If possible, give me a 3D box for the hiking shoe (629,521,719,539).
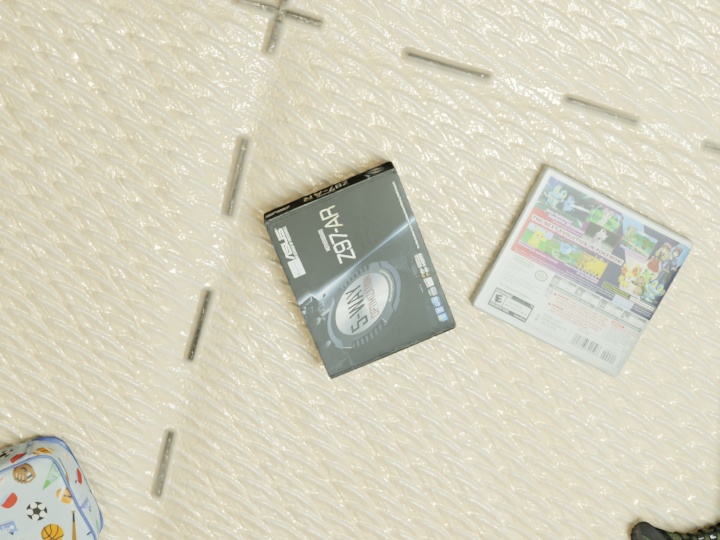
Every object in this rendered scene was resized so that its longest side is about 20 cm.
[{"bbox_3d":[0.427,0.342,1.583,0.199,0.076,0.101,26,70,2],"label":"hiking shoe"}]

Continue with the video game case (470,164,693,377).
[{"bbox_3d":[0.254,0.003,1.493,0.199,0.023,0.183,26,102,-10],"label":"video game case"}]

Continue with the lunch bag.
[{"bbox_3d":[-0.406,0.293,1.496,0.198,0.076,0.161,-22,108,1],"label":"lunch bag"}]

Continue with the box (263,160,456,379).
[{"bbox_3d":[0.000,0.000,1.461,0.159,0.044,0.201,-21,106,1],"label":"box"}]
